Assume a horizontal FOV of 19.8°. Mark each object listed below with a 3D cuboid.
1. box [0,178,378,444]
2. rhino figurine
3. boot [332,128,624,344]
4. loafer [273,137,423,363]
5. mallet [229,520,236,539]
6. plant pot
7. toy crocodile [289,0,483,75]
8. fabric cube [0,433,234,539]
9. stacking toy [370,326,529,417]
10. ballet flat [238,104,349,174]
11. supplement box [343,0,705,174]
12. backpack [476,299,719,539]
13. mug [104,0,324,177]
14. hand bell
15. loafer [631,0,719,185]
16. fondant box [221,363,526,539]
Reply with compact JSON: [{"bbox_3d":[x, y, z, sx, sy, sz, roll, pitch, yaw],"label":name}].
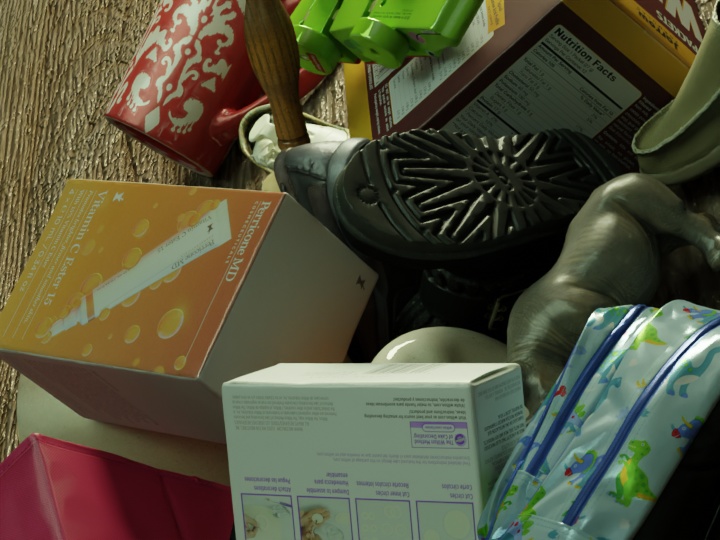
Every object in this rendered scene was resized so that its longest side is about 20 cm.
[{"bbox_3d":[-0.109,0.025,1.238,0.200,0.097,0.125,5,63,43],"label":"box"},{"bbox_3d":[0.129,0.028,1.128,0.200,0.087,0.060,-54,-14,-24],"label":"rhino figurine"},{"bbox_3d":[0.046,-0.001,1.200,0.158,0.211,0.080,-54,54,39],"label":"boot"},{"bbox_3d":[0.000,0.000,1.290,0.063,0.200,0.072,6,42,29],"label":"loafer"},{"bbox_3d":[-0.040,0.120,1.193,0.200,0.041,0.066,-71,-9,-59],"label":"mallet"},{"bbox_3d":[-0.092,0.093,1.373,0.200,0.187,0.188,-19,42,28],"label":"plant pot"},{"bbox_3d":[0.011,-0.157,1.314,0.200,0.062,0.068,4,62,54],"label":"toy crocodile"},{"bbox_3d":[-0.144,0.244,1.171,0.196,0.200,0.200,-45,49,24],"label":"fabric cube"},{"bbox_3d":[0.027,0.141,1.190,0.200,0.146,0.146,-51,24,40],"label":"stacking toy"},{"bbox_3d":[-0.042,-0.090,1.592,0.071,0.071,0.200,-56,28,-3],"label":"ballet flat"},{"bbox_3d":[0.105,-0.137,1.341,0.200,0.133,0.197,-41,30,25],"label":"supplement box"},{"bbox_3d":[0.141,0.109,0.988,0.200,0.163,0.154,-51,43,-7],"label":"backpack"},{"bbox_3d":[-0.117,-0.189,1.757,0.200,0.133,0.177,-61,26,-4],"label":"mug"},{"bbox_3d":[-0.043,-0.090,1.323,0.104,0.200,0.104,-9,24,4],"label":"hand bell"},{"bbox_3d":[0.221,-0.124,1.186,0.200,0.067,0.076,-42,11,36],"label":"loafer"},{"bbox_3d":[0.013,0.148,1.038,0.144,0.058,0.201,-1,97,30],"label":"fondant box"}]
